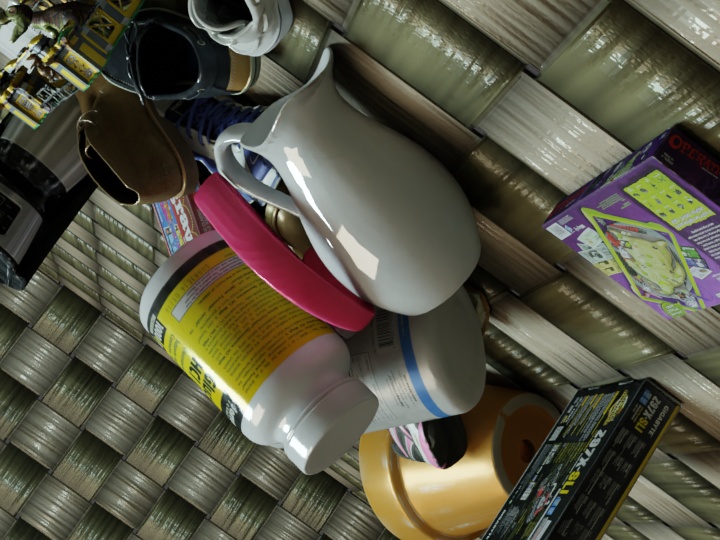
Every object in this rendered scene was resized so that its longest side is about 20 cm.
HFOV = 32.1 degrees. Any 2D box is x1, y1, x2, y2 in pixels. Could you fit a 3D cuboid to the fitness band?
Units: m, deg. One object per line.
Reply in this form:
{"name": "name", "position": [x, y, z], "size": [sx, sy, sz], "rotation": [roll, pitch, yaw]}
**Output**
{"name": "fitness band", "position": [-0.065, -0.012, 1.020], "size": [0.143, 0.038, 0.200], "rotation": [37, -175, -39]}

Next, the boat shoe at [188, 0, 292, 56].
{"name": "boat shoe", "position": [-0.091, -0.192, 0.865], "size": [0.073, 0.066, 0.200], "rotation": [32, 165, 8]}

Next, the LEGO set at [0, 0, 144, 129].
{"name": "LEGO set", "position": [-0.257, -0.211, 1.005], "size": [0.116, 0.155, 0.200], "rotation": [36, 164, -21]}

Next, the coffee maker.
{"name": "coffee maker", "position": [-0.321, -0.085, 1.253], "size": [0.134, 0.201, 0.192], "rotation": [30, 163, 17]}

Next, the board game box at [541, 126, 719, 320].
{"name": "board game box", "position": [0.203, -0.024, 0.820], "size": [0.120, 0.032, 0.200], "rotation": [40, 166, -2]}

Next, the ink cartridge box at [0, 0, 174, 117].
{"name": "ink cartridge box", "position": [-0.274, -0.201, 1.273], "size": [0.200, 0.045, 0.176], "rotation": [40, 164, -15]}

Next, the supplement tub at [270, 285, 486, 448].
{"name": "supplement tub", "position": [0.001, 0.081, 1.130], "size": [0.198, 0.133, 0.132], "rotation": [-14, 139, 25]}

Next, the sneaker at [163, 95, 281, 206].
{"name": "sneaker", "position": [-0.119, -0.119, 1.120], "size": [0.115, 0.081, 0.199], "rotation": [36, 167, -13]}

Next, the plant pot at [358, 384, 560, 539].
{"name": "plant pot", "position": [0.130, 0.207, 1.411], "size": [0.200, 0.201, 0.183], "rotation": [42, 147, -24]}

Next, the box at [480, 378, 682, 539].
{"name": "box", "position": [0.199, 0.198, 1.170], "size": [0.049, 0.201, 0.160], "rotation": [38, 164, -7]}

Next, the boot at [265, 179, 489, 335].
{"name": "boot", "position": [0.020, -0.009, 1.203], "size": [0.199, 0.066, 0.175], "rotation": [26, 170, 25]}

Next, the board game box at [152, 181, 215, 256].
{"name": "board game box", "position": [-0.165, -0.032, 1.212], "size": [0.103, 0.019, 0.202], "rotation": [-33, 75, 61]}

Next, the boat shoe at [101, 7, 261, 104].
{"name": "boat shoe", "position": [-0.166, -0.176, 1.034], "size": [0.199, 0.062, 0.075], "rotation": [14, 112, 44]}

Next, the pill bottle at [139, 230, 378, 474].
{"name": "pill bottle", "position": [-0.082, 0.069, 1.036], "size": [0.200, 0.112, 0.113], "rotation": [43, 169, 21]}

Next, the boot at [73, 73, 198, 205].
{"name": "boot", "position": [-0.229, -0.140, 1.125], "size": [0.200, 0.075, 0.074], "rotation": [51, 142, 20]}

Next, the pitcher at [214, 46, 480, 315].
{"name": "pitcher", "position": [-0.014, -0.057, 0.988], "size": [0.200, 0.122, 0.171], "rotation": [46, 146, -18]}

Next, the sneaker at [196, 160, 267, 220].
{"name": "sneaker", "position": [-0.164, -0.087, 1.290], "size": [0.199, 0.071, 0.098], "rotation": [23, -173, 34]}

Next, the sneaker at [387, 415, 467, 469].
{"name": "sneaker", "position": [0.035, 0.117, 1.316], "size": [0.086, 0.080, 0.202], "rotation": [-10, 99, 45]}
